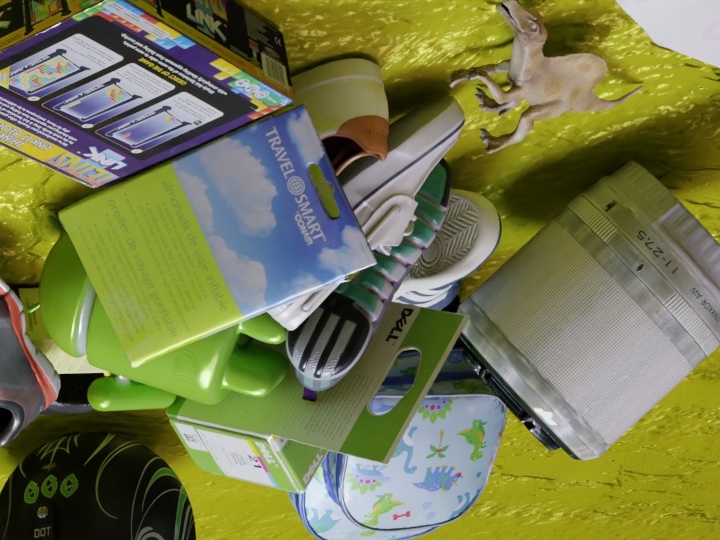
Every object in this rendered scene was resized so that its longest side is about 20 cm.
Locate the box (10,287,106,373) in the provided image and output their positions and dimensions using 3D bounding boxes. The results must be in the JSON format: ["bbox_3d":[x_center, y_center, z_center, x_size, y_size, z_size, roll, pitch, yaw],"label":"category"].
[{"bbox_3d":[-0.194,0.047,1.800,0.200,0.050,0.075,0,154,-23],"label":"box"}]

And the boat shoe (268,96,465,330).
[{"bbox_3d":[0.004,-0.040,1.578,0.200,0.065,0.074,-41,-163,-4],"label":"boat shoe"}]

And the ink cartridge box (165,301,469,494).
[{"bbox_3d":[-0.023,0.093,1.699,0.200,0.148,0.076,10,144,32],"label":"ink cartridge box"}]

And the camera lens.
[{"bbox_3d":[0.185,0.034,1.736,0.200,0.160,0.160,-43,152,2],"label":"camera lens"}]

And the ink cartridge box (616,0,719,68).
[{"bbox_3d":[0.232,-0.204,1.437,0.162,0.057,0.200,-31,155,37],"label":"ink cartridge box"}]

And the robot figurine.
[{"bbox_3d":[-0.145,0.026,1.640,0.200,0.176,0.116,19,-164,8],"label":"robot figurine"}]

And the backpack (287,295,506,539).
[{"bbox_3d":[0.022,0.140,1.897,0.183,0.147,0.200,-2,124,-21],"label":"backpack"}]

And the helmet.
[{"bbox_3d":[-0.241,0.243,2.047,0.200,0.191,0.200,3,126,4],"label":"helmet"}]

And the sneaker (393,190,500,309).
[{"bbox_3d":[0.059,-0.008,1.751,0.084,0.075,0.200,8,160,-35],"label":"sneaker"}]

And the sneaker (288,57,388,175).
[{"bbox_3d":[-0.072,-0.075,1.541,0.200,0.085,0.073,-21,157,22],"label":"sneaker"}]

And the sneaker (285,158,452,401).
[{"bbox_3d":[0.000,0.000,1.646,0.074,0.200,0.088,29,158,6],"label":"sneaker"}]

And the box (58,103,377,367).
[{"bbox_3d":[-0.091,-0.026,1.506,0.200,0.122,0.048,-22,-173,23],"label":"box"}]

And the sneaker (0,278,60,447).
[{"bbox_3d":[-0.291,0.059,1.666,0.077,0.082,0.200,7,142,36],"label":"sneaker"}]

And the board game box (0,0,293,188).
[{"bbox_3d":[-0.164,-0.130,1.409,0.165,0.057,0.200,-20,156,24],"label":"board game box"}]

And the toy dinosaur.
[{"bbox_3d":[0.129,-0.123,1.558,0.101,0.058,0.200,-23,154,22],"label":"toy dinosaur"}]

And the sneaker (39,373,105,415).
[{"bbox_3d":[-0.318,0.097,1.849,0.200,0.060,0.104,11,147,-32],"label":"sneaker"}]
